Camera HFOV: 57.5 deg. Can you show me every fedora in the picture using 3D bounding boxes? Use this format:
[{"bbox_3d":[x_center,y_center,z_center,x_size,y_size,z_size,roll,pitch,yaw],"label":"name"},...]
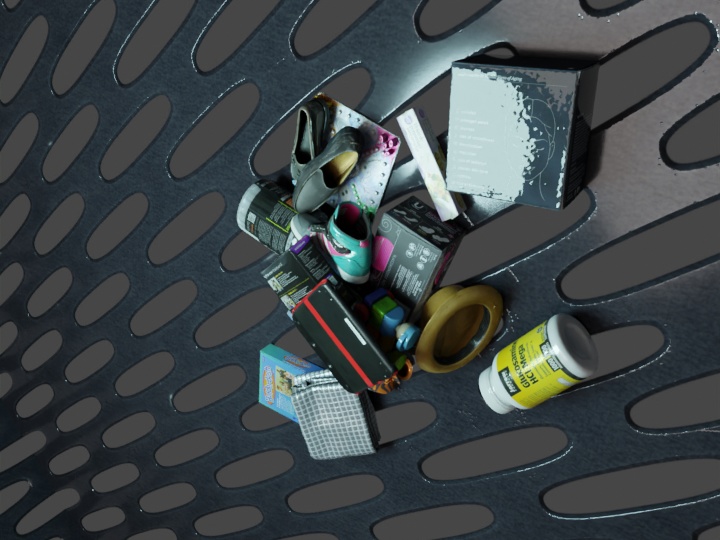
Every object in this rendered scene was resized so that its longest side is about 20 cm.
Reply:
[{"bbox_3d":[0.166,0.093,1.192,0.082,0.197,0.204,52,136,43],"label":"fedora"}]

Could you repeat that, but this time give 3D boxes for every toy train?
[{"bbox_3d":[0.036,0.142,1.186,0.115,0.084,0.203,39,133,27],"label":"toy train"}]

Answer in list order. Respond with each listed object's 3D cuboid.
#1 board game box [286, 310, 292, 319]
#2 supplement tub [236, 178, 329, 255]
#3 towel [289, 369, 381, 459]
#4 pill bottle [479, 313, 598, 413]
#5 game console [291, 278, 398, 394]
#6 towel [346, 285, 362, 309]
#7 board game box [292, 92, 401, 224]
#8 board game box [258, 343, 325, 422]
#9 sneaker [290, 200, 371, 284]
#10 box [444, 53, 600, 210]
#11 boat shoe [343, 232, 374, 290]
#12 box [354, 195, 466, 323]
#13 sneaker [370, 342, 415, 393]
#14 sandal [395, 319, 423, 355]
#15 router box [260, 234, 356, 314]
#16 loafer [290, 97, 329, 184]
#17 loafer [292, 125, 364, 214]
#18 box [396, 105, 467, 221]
[{"bbox_3d":[-0.091,0.084,1.417,0.103,0.019,0.200,51,142,8],"label":"board game box"},{"bbox_3d":[-0.145,-0.091,1.340,0.198,0.122,0.124,33,125,20],"label":"supplement tub"},{"bbox_3d":[-0.055,0.318,1.441,0.162,0.086,0.204,-11,112,18],"label":"towel"},{"bbox_3d":[0.303,0.170,1.142,0.113,0.112,0.200,51,129,5],"label":"pill bottle"},{"bbox_3d":[-0.033,0.122,1.157,0.201,0.031,0.177,51,144,1],"label":"game console"},{"bbox_3d":[-0.055,0.076,1.311,0.151,0.023,0.202,35,148,23],"label":"towel"},{"bbox_3d":[-0.034,-0.208,1.273,0.198,0.026,0.203,34,125,19],"label":"board game box"},{"bbox_3d":[-0.152,0.282,1.556,0.197,0.045,0.155,21,121,26],"label":"board game box"},{"bbox_3d":[-0.049,-0.078,1.180,0.199,0.083,0.123,38,131,28],"label":"sneaker"},{"bbox_3d":[0.244,-0.218,1.008,0.197,0.123,0.201,15,119,30],"label":"box"},{"bbox_3d":[0.000,0.000,1.311,0.072,0.071,0.202,40,149,27],"label":"boat shoe"},{"bbox_3d":[0.089,-0.011,1.214,0.131,0.114,0.203,34,128,17],"label":"box"},{"bbox_3d":[0.057,0.203,1.309,0.111,0.078,0.201,24,154,34],"label":"sneaker"},{"bbox_3d":[0.116,0.127,1.300,0.196,0.054,0.082,20,128,10],"label":"sandal"},{"bbox_3d":[-0.103,0.029,1.236,0.150,0.051,0.199,52,154,-6],"label":"router box"},{"bbox_3d":[-0.108,-0.227,1.258,0.071,0.063,0.204,23,121,23],"label":"loafer"},{"bbox_3d":[-0.065,-0.174,1.215,0.072,0.073,0.201,27,120,-20],"label":"loafer"},{"bbox_3d":[0.127,-0.188,1.158,0.038,0.041,0.203,-20,96,38],"label":"box"}]
